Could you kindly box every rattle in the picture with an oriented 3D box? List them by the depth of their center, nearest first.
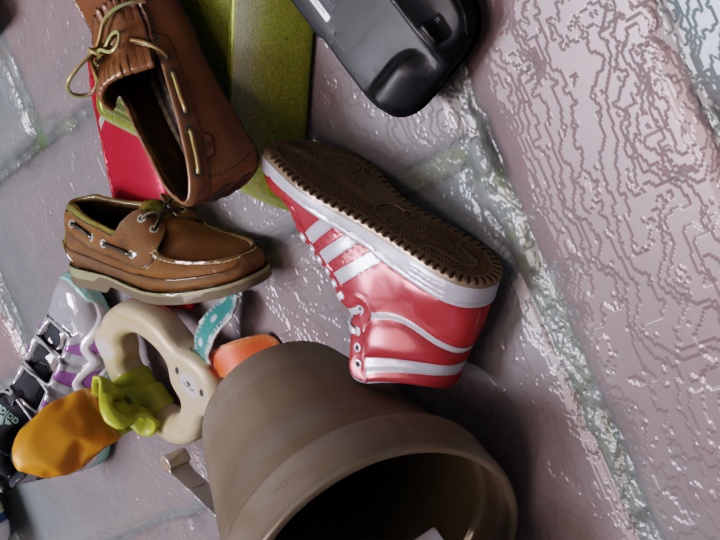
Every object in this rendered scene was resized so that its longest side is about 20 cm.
[{"bbox_3d":[-0.169,0.089,1.383,0.200,0.143,0.131,-3,97,55],"label":"rattle"}]

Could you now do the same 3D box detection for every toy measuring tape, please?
[{"bbox_3d":[-0.081,0.181,1.376,0.200,0.073,0.074,40,134,31],"label":"toy measuring tape"}]

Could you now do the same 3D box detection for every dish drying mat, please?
[{"bbox_3d":[-0.172,-0.068,1.408,0.077,0.018,0.201,7,112,47],"label":"dish drying mat"}]

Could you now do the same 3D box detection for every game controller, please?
[{"bbox_3d":[-0.005,-0.193,1.126,0.200,0.042,0.104,55,138,18],"label":"game controller"}]

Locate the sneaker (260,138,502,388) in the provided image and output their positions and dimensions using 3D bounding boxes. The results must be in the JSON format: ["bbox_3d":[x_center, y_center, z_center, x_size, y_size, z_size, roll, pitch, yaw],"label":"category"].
[{"bbox_3d":[0.000,0.000,1.189,0.200,0.071,0.113,37,129,31],"label":"sneaker"}]

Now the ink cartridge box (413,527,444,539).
[{"bbox_3d":[0.056,0.269,1.171,0.200,0.099,0.039,59,174,-28],"label":"ink cartridge box"}]

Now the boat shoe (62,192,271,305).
[{"bbox_3d":[-0.154,-0.020,1.350,0.200,0.072,0.068,3,112,38],"label":"boat shoe"}]

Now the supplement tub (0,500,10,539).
[{"bbox_3d":[-0.436,0.192,1.749,0.145,0.145,0.200,-18,93,52],"label":"supplement tub"}]

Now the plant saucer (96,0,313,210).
[{"bbox_3d":[-0.122,-0.156,1.266,0.200,0.048,0.200,27,126,34],"label":"plant saucer"}]

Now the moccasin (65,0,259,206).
[{"bbox_3d":[-0.148,-0.132,1.209,0.074,0.078,0.202,-33,83,49],"label":"moccasin"}]

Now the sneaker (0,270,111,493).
[{"bbox_3d":[-0.275,0.104,1.514,0.078,0.140,0.200,31,130,38],"label":"sneaker"}]

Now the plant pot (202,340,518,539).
[{"bbox_3d":[-0.023,0.143,1.210,0.174,0.200,0.200,51,142,45],"label":"plant pot"}]
